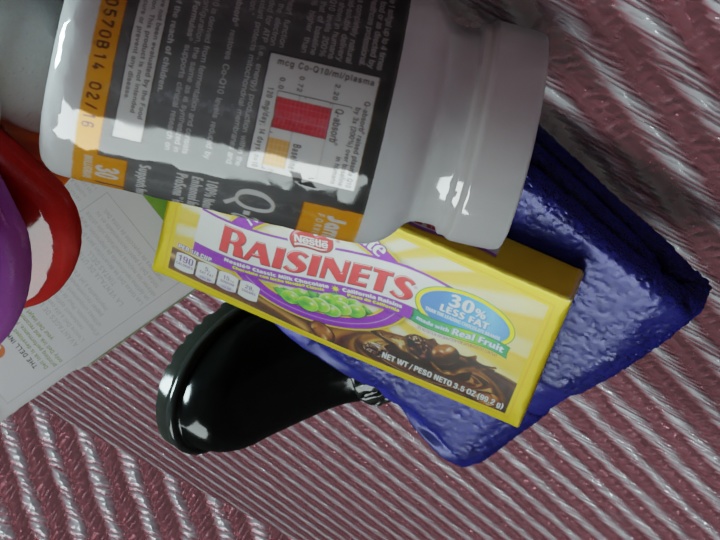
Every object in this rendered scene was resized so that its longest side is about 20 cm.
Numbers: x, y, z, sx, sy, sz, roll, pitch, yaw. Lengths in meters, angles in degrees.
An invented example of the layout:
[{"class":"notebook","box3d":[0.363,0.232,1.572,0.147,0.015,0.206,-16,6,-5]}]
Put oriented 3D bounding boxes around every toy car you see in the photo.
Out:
[{"class":"toy car","box3d":[-0.197,-0.034,1.090,0.174,0.200,0.151,-28,97,29]}]

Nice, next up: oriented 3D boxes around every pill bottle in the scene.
[{"class":"pill bottle","box3d":[-0.028,-0.076,1.025,0.198,0.117,0.116,13,168,-3]}]

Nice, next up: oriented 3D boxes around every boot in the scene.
[{"class":"boot","box3d":[0.003,0.057,1.389,0.157,0.211,0.080,28,142,45]}]

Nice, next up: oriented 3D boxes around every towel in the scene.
[{"class":"towel","box3d":[0.061,0.009,1.203,0.147,0.050,0.200,38,138,-14]}]

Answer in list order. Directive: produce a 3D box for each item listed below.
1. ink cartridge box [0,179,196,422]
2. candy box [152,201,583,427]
[{"class":"ink cartridge box","box3d":[-0.190,-0.014,1.261,0.148,0.199,0.076,52,-169,-20]},{"class":"candy box","box3d":[0.000,0.000,1.169,0.199,0.026,0.103,23,136,5]}]
